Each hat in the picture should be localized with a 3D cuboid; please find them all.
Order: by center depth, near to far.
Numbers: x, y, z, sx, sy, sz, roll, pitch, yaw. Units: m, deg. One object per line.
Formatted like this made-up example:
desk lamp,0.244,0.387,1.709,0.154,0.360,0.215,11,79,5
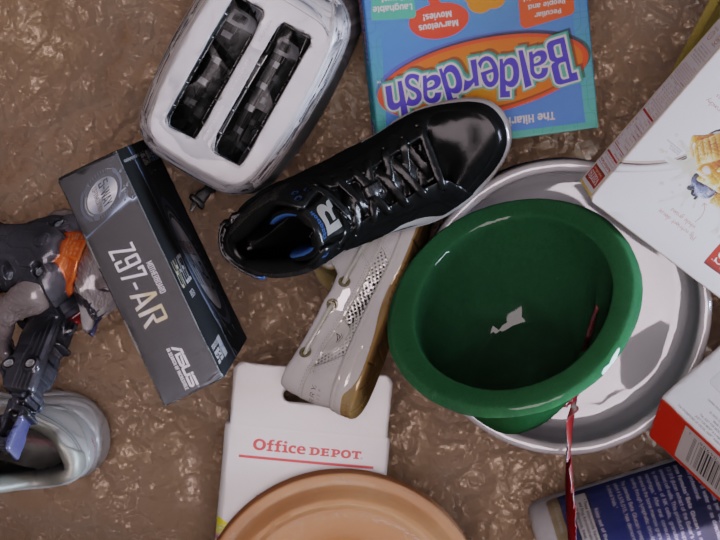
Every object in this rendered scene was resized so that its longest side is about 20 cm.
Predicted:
hat,0.113,0.081,1.647,0.165,0.176,0.200,15,59,27

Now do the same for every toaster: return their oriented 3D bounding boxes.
toaster,-0.080,-0.128,1.660,0.113,0.129,0.200,31,95,-1

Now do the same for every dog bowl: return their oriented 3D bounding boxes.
dog bowl,0.139,0.022,1.694,0.199,0.079,0.201,0,95,2

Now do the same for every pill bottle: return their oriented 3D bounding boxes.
pill bottle,0.224,0.183,1.691,0.199,0.111,0.111,-18,95,3

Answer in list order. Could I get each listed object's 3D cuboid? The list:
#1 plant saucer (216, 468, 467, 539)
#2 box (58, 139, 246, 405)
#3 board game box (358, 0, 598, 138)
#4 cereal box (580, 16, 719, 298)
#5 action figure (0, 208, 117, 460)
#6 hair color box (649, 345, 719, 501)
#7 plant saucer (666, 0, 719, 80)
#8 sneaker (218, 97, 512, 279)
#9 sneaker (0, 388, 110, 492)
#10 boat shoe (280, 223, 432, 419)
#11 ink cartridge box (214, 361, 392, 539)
plant saucer,-0.012,0.236,1.673,0.200,0.032,0.201,0,96,-1
box,-0.135,-0.004,1.636,0.043,0.200,0.161,-25,94,4
board game box,0.073,-0.185,1.636,0.152,0.045,0.201,-8,107,-4
cereal box,0.259,-0.087,1.597,0.144,0.040,0.200,34,104,-21
action figure,-0.248,0.019,1.660,0.193,0.105,0.201,0,58,16
hair color box,0.302,0.075,1.649,0.200,0.064,0.111,-38,69,-20
plant saucer,0.310,-0.132,1.651,0.199,0.049,0.200,19,129,-7
sneaker,0.003,-0.044,1.588,0.200,0.112,0.073,-25,97,14
sneaker,-0.276,0.113,1.698,0.199,0.099,0.078,1,99,1
boat shoe,0.000,0.000,1.673,0.069,0.071,0.200,17,64,11
ink cartridge box,-0.041,0.163,1.715,0.115,0.068,0.201,6,96,-1
